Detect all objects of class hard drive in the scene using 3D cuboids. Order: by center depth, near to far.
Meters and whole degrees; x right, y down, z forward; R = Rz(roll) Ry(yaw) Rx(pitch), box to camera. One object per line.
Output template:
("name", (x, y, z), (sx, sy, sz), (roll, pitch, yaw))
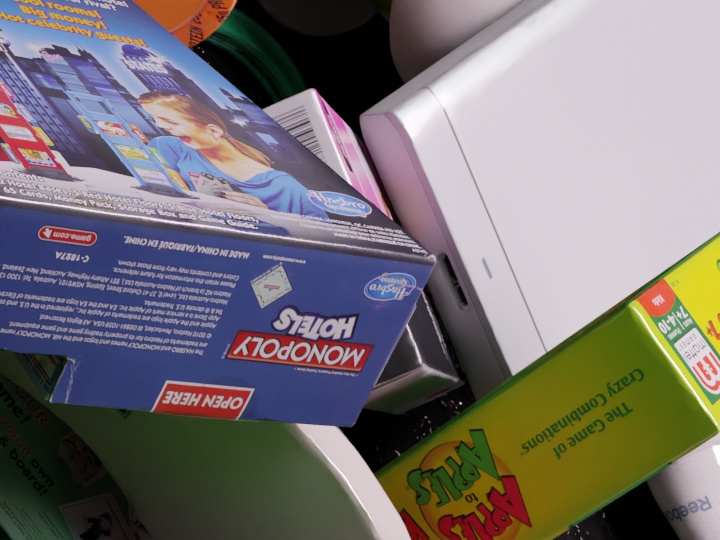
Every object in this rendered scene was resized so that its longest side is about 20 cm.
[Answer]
("hard drive", (0.097, -0.045, 0.927), (0.200, 0.027, 0.132), (-37, 112, -34))

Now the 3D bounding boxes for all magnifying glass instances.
("magnifying glass", (-0.045, -0.021, 0.949), (0.080, 0.022, 0.200), (23, 42, -36))

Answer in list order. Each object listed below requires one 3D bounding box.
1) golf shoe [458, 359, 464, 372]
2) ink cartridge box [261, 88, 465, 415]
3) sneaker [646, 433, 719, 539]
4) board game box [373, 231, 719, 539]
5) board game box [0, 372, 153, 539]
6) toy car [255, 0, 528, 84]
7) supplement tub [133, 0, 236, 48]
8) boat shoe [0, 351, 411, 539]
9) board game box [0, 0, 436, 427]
("golf shoe", (0.123, 0.010, 1.031), (0.200, 0.097, 0.078), (2, 61, -35))
("ink cartridge box", (0.000, 0.000, 0.863), (0.200, 0.037, 0.095), (46, 21, -83))
("sneaker", (0.184, 0.079, 1.061), (0.200, 0.074, 0.087), (-12, 81, -43))
("board game box", (0.051, 0.063, 0.822), (0.048, 0.200, 0.102), (54, 35, 3))
("board game box", (-0.113, 0.027, 0.819), (0.200, 0.029, 0.135), (53, 34, 0))
("toy car", (0.063, -0.137, 1.015), (0.200, 0.150, 0.175), (19, 10, -38))
("supplement tub", (-0.095, -0.180, 0.939), (0.122, 0.122, 0.200), (26, 43, -33))
("boat shoe", (-0.044, 0.031, 0.785), (0.200, 0.075, 0.093), (44, 31, 9))
("board game box", (-0.113, -0.044, 0.703), (0.200, 0.062, 0.200), (8, 28, -39))
